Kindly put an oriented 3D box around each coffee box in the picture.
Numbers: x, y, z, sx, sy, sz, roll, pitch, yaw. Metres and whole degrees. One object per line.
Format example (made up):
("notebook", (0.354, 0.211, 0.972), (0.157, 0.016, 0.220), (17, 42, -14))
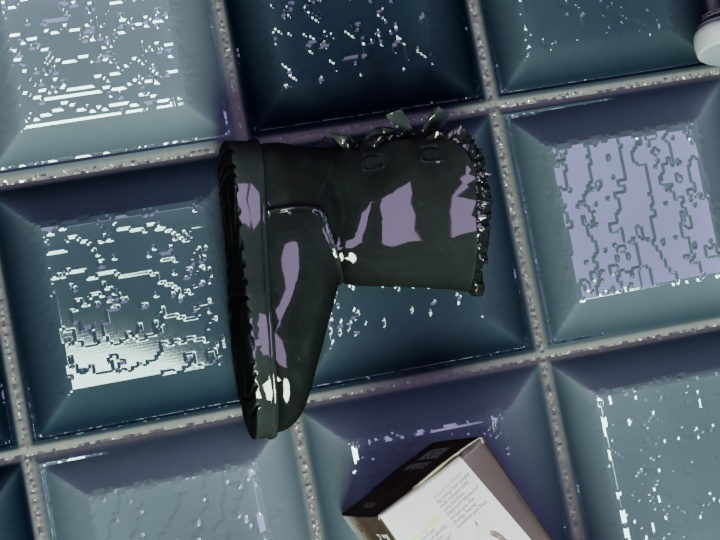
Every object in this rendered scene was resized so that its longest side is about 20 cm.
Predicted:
("coffee box", (0.085, 0.204, 1.081), (0.080, 0.113, 0.200), (-35, 92, -13))

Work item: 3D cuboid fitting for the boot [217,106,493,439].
("boot", (0.000, 0.001, 1.113), (0.162, 0.073, 0.198), (-3, 83, -15))

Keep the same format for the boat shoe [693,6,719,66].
("boat shoe", (0.307, -0.186, 1.198), (0.200, 0.070, 0.066), (-13, 79, -13))
